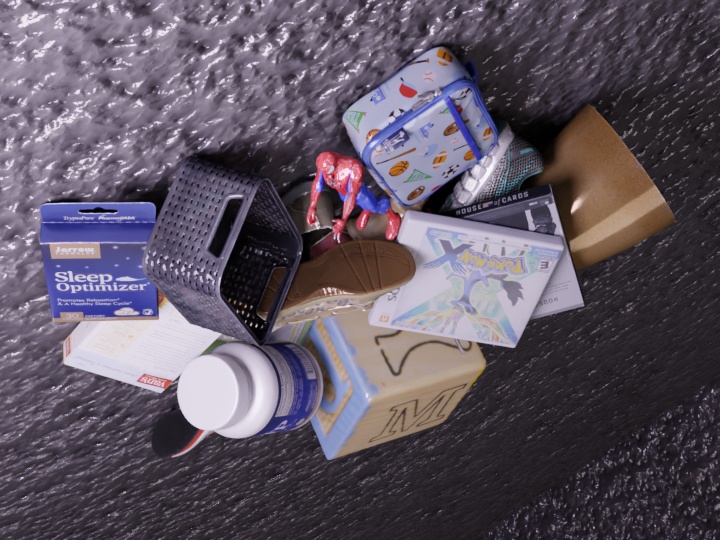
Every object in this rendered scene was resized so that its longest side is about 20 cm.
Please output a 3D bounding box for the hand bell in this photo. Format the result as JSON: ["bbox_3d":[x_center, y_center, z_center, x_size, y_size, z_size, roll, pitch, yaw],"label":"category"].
[{"bbox_3d":[0.081,-0.101,1.560,0.201,0.104,0.104,-50,150,17],"label":"hand bell"}]

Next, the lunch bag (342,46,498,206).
[{"bbox_3d":[0.074,-0.160,1.418,0.159,0.076,0.200,-32,157,5],"label":"lunch bag"}]

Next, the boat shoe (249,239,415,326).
[{"bbox_3d":[-0.032,0.017,1.491,0.197,0.074,0.063,-12,152,-2],"label":"boat shoe"}]

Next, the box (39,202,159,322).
[{"bbox_3d":[-0.277,-0.005,1.353,0.119,0.033,0.201,-1,148,-9],"label":"box"}]

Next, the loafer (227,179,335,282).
[{"bbox_3d":[-0.102,-0.024,1.505,0.075,0.070,0.200,2,143,-49],"label":"loafer"}]

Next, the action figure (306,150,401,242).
[{"bbox_3d":[-0.017,-0.065,1.410,0.100,0.065,0.200,-66,156,-13],"label":"action figure"}]

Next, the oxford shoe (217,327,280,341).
[{"bbox_3d":[-0.123,0.043,1.632,0.198,0.076,0.058,-17,-169,-20],"label":"oxford shoe"}]

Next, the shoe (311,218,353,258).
[{"bbox_3d":[0.000,0.000,1.631,0.071,0.092,0.199,-31,156,21],"label":"shoe"}]

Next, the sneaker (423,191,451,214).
[{"bbox_3d":[0.134,-0.052,1.700,0.198,0.074,0.087,-5,150,-42],"label":"sneaker"}]

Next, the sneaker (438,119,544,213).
[{"bbox_3d":[0.158,-0.081,1.567,0.090,0.078,0.201,26,114,-10],"label":"sneaker"}]

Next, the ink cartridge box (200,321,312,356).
[{"bbox_3d":[-0.165,0.094,1.709,0.198,0.048,0.146,-18,155,-28],"label":"ink cartridge box"}]

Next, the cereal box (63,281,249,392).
[{"bbox_3d":[-0.246,0.064,1.518,0.143,0.040,0.200,23,130,-36],"label":"cereal box"}]

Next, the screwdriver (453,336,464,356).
[{"bbox_3d":[0.096,0.025,1.654,0.029,0.201,0.028,-5,149,-47],"label":"screwdriver"}]

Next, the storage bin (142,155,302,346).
[{"bbox_3d":[-0.144,-0.017,1.364,0.200,0.093,0.137,66,43,-67],"label":"storage bin"}]

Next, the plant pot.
[{"bbox_3d":[0.267,-0.078,1.626,0.199,0.187,0.186,-36,156,7],"label":"plant pot"}]

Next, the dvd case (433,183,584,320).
[{"bbox_3d":[0.185,-0.010,1.562,0.148,0.025,0.201,-14,133,11],"label":"dvd case"}]

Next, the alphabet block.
[{"bbox_3d":[0.028,0.122,1.792,0.198,0.197,0.197,-13,155,-28],"label":"alphabet block"}]

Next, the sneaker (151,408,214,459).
[{"bbox_3d":[-0.214,0.216,1.876,0.201,0.068,0.107,-43,150,25],"label":"sneaker"}]

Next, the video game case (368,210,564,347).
[{"bbox_3d":[0.127,0.014,1.551,0.197,0.022,0.184,9,133,-12],"label":"video game case"}]

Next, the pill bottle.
[{"bbox_3d":[-0.141,0.150,1.609,0.119,0.121,0.199,-37,163,21],"label":"pill bottle"}]
